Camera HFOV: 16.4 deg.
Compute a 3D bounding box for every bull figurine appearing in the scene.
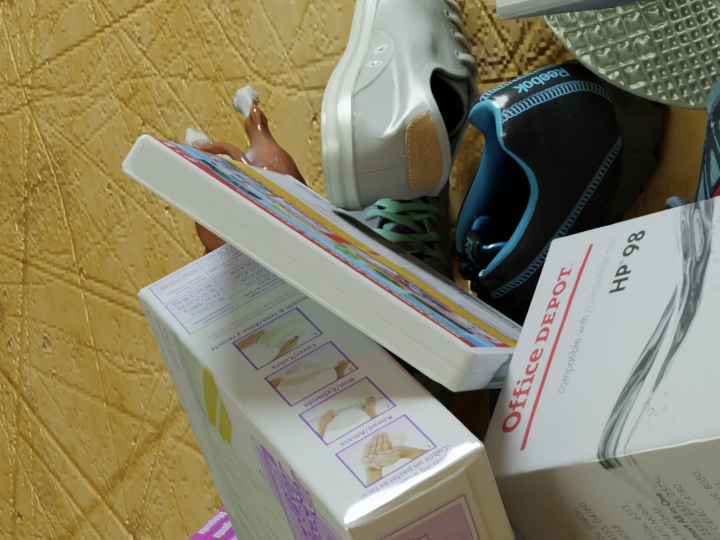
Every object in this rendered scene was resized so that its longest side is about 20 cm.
[{"bbox_3d":[-0.048,0.010,1.243,0.122,0.065,0.201,-119,19,-50],"label":"bull figurine"}]

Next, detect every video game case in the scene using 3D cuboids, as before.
[{"bbox_3d":[0.000,0.000,0.944,0.143,0.200,0.017,34,95,12],"label":"video game case"}]

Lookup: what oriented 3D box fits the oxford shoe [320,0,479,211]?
[{"bbox_3d":[0.024,-0.087,1.082,0.200,0.058,0.075,-76,-20,-58],"label":"oxford shoe"}]

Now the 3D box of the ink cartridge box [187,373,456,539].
[{"bbox_3d":[-0.024,0.115,1.161,0.043,0.196,0.200,30,130,17],"label":"ink cartridge box"}]

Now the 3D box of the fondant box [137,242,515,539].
[{"bbox_3d":[-0.003,0.089,0.918,0.200,0.058,0.145,41,155,56],"label":"fondant box"}]

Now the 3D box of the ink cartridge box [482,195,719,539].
[{"bbox_3d":[0.115,0.040,0.866,0.200,0.116,0.067,-16,131,41],"label":"ink cartridge box"}]

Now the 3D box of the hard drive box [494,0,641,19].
[{"bbox_3d":[0.131,-0.184,0.884,0.200,0.077,0.156,-8,93,43],"label":"hard drive box"}]

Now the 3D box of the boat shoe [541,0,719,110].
[{"bbox_3d":[0.090,-0.138,1.026,0.200,0.062,0.075,39,127,26],"label":"boat shoe"}]

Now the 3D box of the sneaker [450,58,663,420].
[{"bbox_3d":[0.070,0.001,1.078,0.073,0.082,0.201,34,128,46],"label":"sneaker"}]

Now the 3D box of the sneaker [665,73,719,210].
[{"bbox_3d":[0.162,-0.055,0.918,0.096,0.079,0.200,60,143,31],"label":"sneaker"}]

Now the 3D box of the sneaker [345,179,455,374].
[{"bbox_3d":[0.010,-0.017,1.118,0.200,0.074,0.088,-105,21,-74],"label":"sneaker"}]
